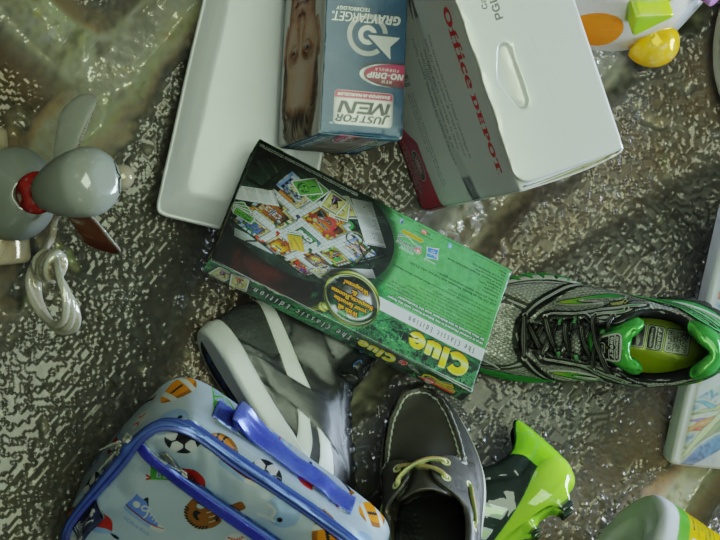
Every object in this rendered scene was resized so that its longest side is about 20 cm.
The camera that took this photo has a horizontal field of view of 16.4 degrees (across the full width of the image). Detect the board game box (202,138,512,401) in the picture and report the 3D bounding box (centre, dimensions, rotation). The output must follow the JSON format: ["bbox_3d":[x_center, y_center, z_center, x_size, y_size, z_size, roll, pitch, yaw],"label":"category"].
[{"bbox_3d":[0.000,0.000,1.686,0.200,0.023,0.105,28,56,-11],"label":"board game box"}]

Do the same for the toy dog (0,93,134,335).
[{"bbox_3d":[-0.194,-0.050,1.602,0.096,0.200,0.132,-13,116,-34],"label":"toy dog"}]

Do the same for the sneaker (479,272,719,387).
[{"bbox_3d":[0.160,0.042,1.728,0.200,0.085,0.078,1,91,7],"label":"sneaker"}]

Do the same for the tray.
[{"bbox_3d":[-0.071,-0.122,1.716,0.107,0.022,0.200,14,83,-15],"label":"tray"}]

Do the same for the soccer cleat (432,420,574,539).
[{"bbox_3d":[0.058,0.184,1.722,0.200,0.068,0.081,-37,74,-12],"label":"soccer cleat"}]

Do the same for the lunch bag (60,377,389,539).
[{"bbox_3d":[-0.089,0.167,1.623,0.200,0.076,0.160,36,122,-11],"label":"lunch bag"}]

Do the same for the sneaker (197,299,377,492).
[{"bbox_3d":[-0.015,0.099,1.693,0.112,0.073,0.200,-31,96,-18],"label":"sneaker"}]

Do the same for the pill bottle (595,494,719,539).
[{"bbox_3d":[0.255,0.255,1.749,0.200,0.111,0.111,35,77,-13],"label":"pill bottle"}]

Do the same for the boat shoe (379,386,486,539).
[{"bbox_3d":[0.049,0.161,1.667,0.072,0.061,0.201,-9,59,4],"label":"boat shoe"}]

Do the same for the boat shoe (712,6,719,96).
[{"bbox_3d":[0.309,-0.122,1.828,0.063,0.073,0.200,-1,79,-60],"label":"boat shoe"}]

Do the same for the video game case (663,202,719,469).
[{"bbox_3d":[0.324,0.053,1.797,0.182,0.022,0.200,7,104,-17],"label":"video game case"}]

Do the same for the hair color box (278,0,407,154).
[{"bbox_3d":[-0.010,-0.183,1.675,0.060,0.100,0.200,3,85,-17],"label":"hair color box"}]

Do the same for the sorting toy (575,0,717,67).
[{"bbox_3d":[0.224,-0.239,1.726,0.107,0.180,0.200,41,76,4],"label":"sorting toy"}]

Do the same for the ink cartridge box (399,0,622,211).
[{"bbox_3d":[0.084,-0.124,1.670,0.083,0.200,0.147,-20,94,-17],"label":"ink cartridge box"}]
